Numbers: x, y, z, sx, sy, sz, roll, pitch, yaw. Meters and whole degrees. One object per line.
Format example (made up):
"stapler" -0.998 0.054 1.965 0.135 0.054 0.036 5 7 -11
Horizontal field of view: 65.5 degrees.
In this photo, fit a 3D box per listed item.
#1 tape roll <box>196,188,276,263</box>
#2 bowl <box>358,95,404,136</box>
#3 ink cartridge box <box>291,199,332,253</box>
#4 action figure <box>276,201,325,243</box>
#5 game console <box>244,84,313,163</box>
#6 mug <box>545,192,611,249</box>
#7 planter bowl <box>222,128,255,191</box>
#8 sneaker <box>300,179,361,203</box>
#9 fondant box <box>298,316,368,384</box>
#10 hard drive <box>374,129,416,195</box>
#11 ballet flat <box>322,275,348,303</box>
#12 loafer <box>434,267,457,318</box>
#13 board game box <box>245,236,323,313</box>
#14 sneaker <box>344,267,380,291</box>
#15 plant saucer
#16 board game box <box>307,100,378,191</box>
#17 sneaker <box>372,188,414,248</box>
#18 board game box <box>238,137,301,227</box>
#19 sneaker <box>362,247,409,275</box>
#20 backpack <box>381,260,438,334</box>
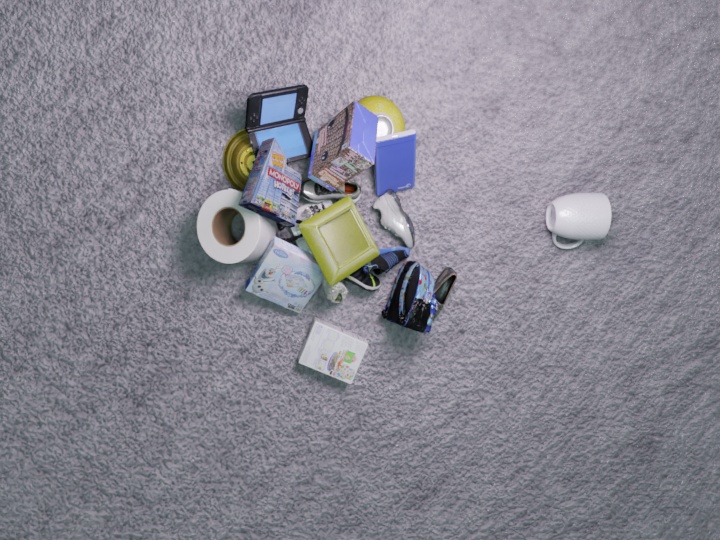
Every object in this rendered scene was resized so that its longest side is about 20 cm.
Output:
"tape roll" -0.358 -0.126 1.630 0.194 0.139 0.212 0 92 11
"bowl" 0.052 -0.425 1.688 0.192 0.108 0.209 -2 101 -8
"ink cartridge box" -0.128 -0.113 1.760 0.157 0.050 0.206 -26 89 -3
"action figure" -0.150 -0.131 1.685 0.193 0.102 0.123 -18 100 -2
"game console" -0.221 -0.413 1.602 0.195 0.120 0.173 -21 150 -30
"mug" 0.702 -0.156 1.845 0.168 0.151 0.205 -1 132 -4
"planter bowl" -0.314 -0.320 1.659 0.192 0.084 0.209 -2 101 -9
"sneaker" -0.090 -0.251 1.704 0.192 0.079 0.077 0 78 -12
"fondant box" -0.090 0.261 1.824 0.194 0.058 0.149 24 96 -12
"hard drive" 0.104 -0.324 1.698 0.127 0.026 0.204 -13 140 -7
"ballet flat" -0.077 0.065 1.719 0.069 0.200 0.075 -2 77 11
"loafer" 0.256 0.085 1.845 0.070 0.063 0.205 26 96 -13
"board game box" -0.221 0.018 1.701 0.195 0.044 0.200 25 123 -25
"sneaker" 0.000 0.000 1.752 0.196 0.072 0.084 21 110 -36
"plant saucer" -0.053 -0.093 1.634 0.197 0.048 0.204 -31 95 -24
"board game box" -0.050 -0.352 1.598 0.095 0.197 0.165 24 59 -33
"sneaker" 0.112 -0.157 1.780 0.085 0.075 0.204 -25 107 20
"board game box" -0.235 -0.250 1.565 0.197 0.060 0.208 21 72 -49
"sneaker" 0.080 -0.029 1.758 0.194 0.069 0.081 -5 88 -36
"backpack" 0.170 0.080 1.778 0.130 0.182 0.208 18 86 -20
